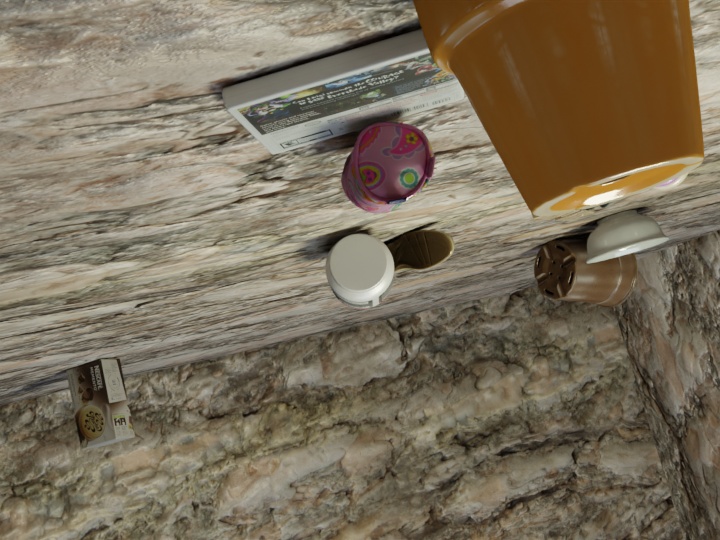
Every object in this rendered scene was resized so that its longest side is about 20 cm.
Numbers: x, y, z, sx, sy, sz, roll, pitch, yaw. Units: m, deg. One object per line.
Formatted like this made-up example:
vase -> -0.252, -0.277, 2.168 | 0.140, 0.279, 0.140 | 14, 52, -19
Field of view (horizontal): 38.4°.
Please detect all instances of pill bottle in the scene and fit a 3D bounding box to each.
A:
pill bottle -> 0.000, 0.000, 1.751 | 0.116, 0.116, 0.200 | -15, 172, -1

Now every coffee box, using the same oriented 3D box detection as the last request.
coffee box -> -0.636, 0.324, 2.531 | 0.113, 0.200, 0.080 | -17, 169, 22

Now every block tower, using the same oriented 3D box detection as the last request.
block tower -> 0.354, -0.121, 1.813 | 0.058, 0.054, 0.200 | -18, 173, 27

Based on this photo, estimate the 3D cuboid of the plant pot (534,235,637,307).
plant pot -> 0.567, -0.001, 2.650 | 0.198, 0.200, 0.200 | -1, 166, -35

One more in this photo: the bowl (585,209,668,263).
bowl -> 0.620, -0.087, 2.455 | 0.201, 0.090, 0.201 | -16, 173, -2

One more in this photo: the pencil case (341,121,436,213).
pencil case -> 0.026, -0.103, 1.072 | 0.087, 0.087, 0.200 | -15, -179, -5

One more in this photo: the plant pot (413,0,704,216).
plant pot -> 0.156, -0.144, 0.743 | 0.200, 0.183, 0.200 | -15, 173, -2

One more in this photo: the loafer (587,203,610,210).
loafer -> 0.408, -0.147, 1.708 | 0.072, 0.073, 0.200 | -24, -178, 1

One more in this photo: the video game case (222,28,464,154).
video game case -> -0.007, -0.159, 0.929 | 0.200, 0.023, 0.182 | -15, 173, 6

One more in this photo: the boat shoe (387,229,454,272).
boat shoe -> 0.098, -0.034, 1.895 | 0.200, 0.072, 0.065 | -19, -179, 42

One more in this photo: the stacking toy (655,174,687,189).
stacking toy -> 0.411, -0.171, 1.507 | 0.085, 0.085, 0.200 | -20, 165, 32
